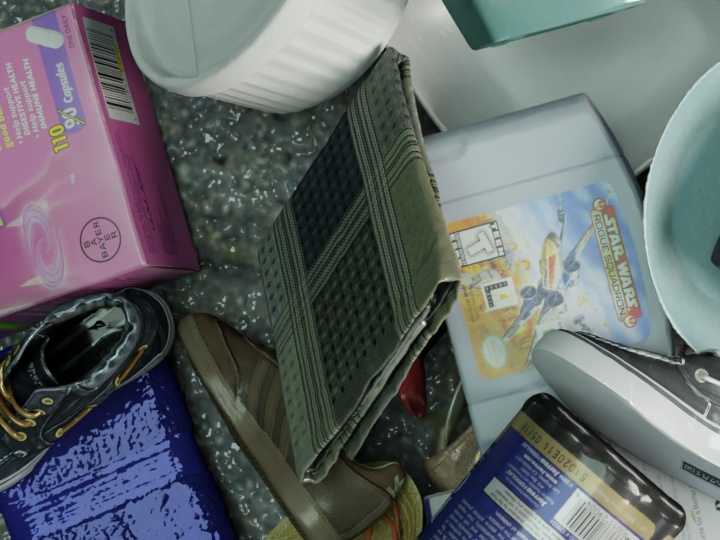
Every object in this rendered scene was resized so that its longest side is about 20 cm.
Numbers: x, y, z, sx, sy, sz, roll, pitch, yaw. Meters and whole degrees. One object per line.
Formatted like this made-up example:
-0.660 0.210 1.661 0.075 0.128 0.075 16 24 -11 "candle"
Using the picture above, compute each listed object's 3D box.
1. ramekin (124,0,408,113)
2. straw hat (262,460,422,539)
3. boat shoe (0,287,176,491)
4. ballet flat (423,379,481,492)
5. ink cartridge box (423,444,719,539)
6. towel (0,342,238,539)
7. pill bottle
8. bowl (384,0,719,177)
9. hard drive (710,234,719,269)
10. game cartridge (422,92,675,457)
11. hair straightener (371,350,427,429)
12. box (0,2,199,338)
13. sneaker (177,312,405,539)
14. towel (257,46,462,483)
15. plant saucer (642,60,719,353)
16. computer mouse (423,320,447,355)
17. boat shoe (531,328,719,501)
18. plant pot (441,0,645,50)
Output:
-0.050 -0.190 1.235 0.202 0.094 0.204 -24 56 41 "ramekin"
-0.003 0.226 1.254 0.085 0.201 0.201 37 103 -27 "straw hat"
-0.212 0.076 1.273 0.200 0.091 0.071 -38 80 7 "boat shoe"
0.103 0.060 1.241 0.067 0.068 0.201 37 98 21 "ballet flat"
0.147 0.201 1.162 0.199 0.047 0.199 -19 64 21 "ink cartridge box"
-0.172 0.133 1.333 0.147 0.050 0.201 -23 82 8 "towel"
0.078 0.177 1.115 0.112 0.112 0.200 40 91 13 "pill bottle"
0.130 -0.149 1.229 0.199 0.075 0.200 -39 80 12 "bowl"
0.290 -0.051 1.149 0.135 0.042 0.201 38 82 -23 "hard drive"
0.111 0.005 1.180 0.132 0.042 0.201 -15 90 17 "game cartridge"
-0.004 0.004 1.256 0.076 0.041 0.201 -16 64 24 "hair straightener"
-0.232 -0.055 1.323 0.199 0.097 0.177 -18 83 16 "box"
-0.043 0.091 1.271 0.075 0.071 0.200 -31 55 -8 "sneaker"
0.000 0.000 1.186 0.193 0.034 0.201 -55 33 38 "towel"
0.240 -0.036 1.174 0.200 0.039 0.203 -4 98 -25 "plant saucer"
0.009 0.053 1.284 0.059 0.034 0.201 38 100 13 "computer mouse"
0.193 0.077 1.120 0.199 0.072 0.068 29 70 15 "boat shoe"
0.087 -0.232 1.123 0.140 0.141 0.201 -16 95 -4 "plant pot"
